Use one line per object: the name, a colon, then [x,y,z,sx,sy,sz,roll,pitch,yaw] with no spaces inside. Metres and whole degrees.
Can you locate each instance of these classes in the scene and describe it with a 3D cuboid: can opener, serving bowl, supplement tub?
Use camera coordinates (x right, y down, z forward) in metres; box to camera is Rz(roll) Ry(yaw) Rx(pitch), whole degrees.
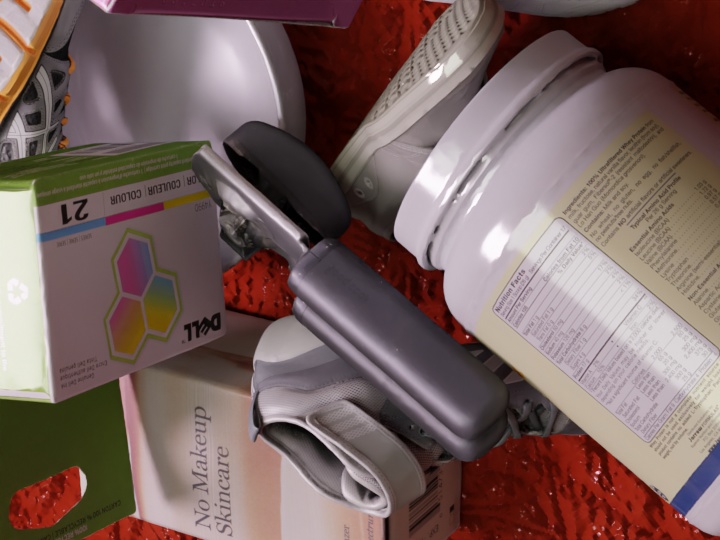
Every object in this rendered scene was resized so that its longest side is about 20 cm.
can opener: [0.000,0.000,0.864,0.200,0.067,0.053,40,161,21]
serving bowl: [-0.107,-0.093,0.990,0.200,0.066,0.201,12,115,28]
supplement tub: [0.128,0.003,0.824,0.200,0.145,0.145,41,126,14]

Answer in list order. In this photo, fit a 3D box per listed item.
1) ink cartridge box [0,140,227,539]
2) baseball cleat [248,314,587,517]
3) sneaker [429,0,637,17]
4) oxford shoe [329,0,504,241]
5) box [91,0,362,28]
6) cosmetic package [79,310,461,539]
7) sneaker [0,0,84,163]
ink cartridge box: [-0.132,0.044,0.911,0.076,0.148,0.201,1,101,29]
baseball cleat: [0.046,0.075,0.893,0.199,0.107,0.070,5,141,1]
sneaker: [0.049,-0.149,0.857,0.200,0.080,0.077,8,111,29]
oxford shoe: [0.034,-0.068,0.877,0.058,0.075,0.200,36,154,-2]
box: [-0.099,-0.196,0.789,0.200,0.176,0.097,38,112,23]
cosmetic package: [-0.051,0.090,1.013,0.200,0.087,0.104,11,115,30]
sneaker: [-0.183,-0.077,0.965,0.078,0.077,0.200,41,110,43]
